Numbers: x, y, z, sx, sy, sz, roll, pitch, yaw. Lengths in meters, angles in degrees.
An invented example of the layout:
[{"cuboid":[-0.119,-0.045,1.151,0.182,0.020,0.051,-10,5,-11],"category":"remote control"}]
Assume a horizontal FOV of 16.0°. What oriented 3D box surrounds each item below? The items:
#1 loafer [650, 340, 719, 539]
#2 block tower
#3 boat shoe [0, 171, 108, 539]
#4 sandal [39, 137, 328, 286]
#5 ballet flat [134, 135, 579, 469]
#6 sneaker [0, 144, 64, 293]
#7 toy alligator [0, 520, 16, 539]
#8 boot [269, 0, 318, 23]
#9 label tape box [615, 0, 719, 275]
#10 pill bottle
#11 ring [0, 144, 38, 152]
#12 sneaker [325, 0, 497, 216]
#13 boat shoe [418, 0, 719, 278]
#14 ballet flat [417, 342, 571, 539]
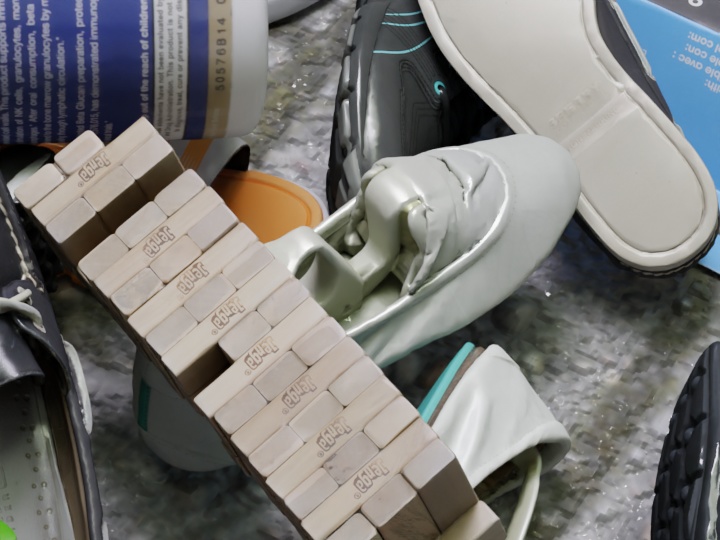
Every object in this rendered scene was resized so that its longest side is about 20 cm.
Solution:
[{"cuboid":[0.143,0.115,0.903,0.070,0.068,0.201,9,51,-9],"category":"loafer"},{"cuboid":[-0.036,0.030,0.864,0.054,0.058,0.200,-40,61,-7],"category":"block tower"},{"cuboid":[-0.127,0.040,0.866,0.074,0.060,0.201,-5,86,-32],"category":"boat shoe"},{"cuboid":[-0.115,-0.039,1.021,0.206,0.059,0.079,12,46,5],"category":"sandal"},{"cuboid":[0.000,0.000,0.951,0.200,0.070,0.069,-35,57,-14],"category":"ballet flat"},{"cuboid":[-0.183,0.023,0.934,0.090,0.070,0.201,20,60,17],"category":"sneaker"},{"cuboid":[-0.180,0.049,0.824,0.054,0.060,0.200,14,13,-44],"category":"toy alligator"},{"cuboid":[-0.097,-0.157,1.111,0.199,0.096,0.074,-10,48,-16],"category":"boot"},{"cuboid":[0.184,-0.087,1.099,0.144,0.063,0.200,27,49,19],"category":"label tape box"},{"cuboid":[-0.137,-0.102,0.946,0.199,0.111,0.111,-2,47,-8],"category":"pill bottle"},{"cuboid":[-0.186,-0.119,1.023,0.199,0.019,0.201,2,64,-5],"category":"ring"},{"cuboid":[0.031,-0.088,1.075,0.079,0.076,0.201,11,46,1],"category":"sneaker"},{"cuboid":[0.081,-0.082,1.050,0.072,0.063,0.201,-32,75,4],"category":"boat shoe"},{"cuboid":[0.017,0.103,0.905,0.069,0.070,0.200,26,48,17],"category":"ballet flat"}]
